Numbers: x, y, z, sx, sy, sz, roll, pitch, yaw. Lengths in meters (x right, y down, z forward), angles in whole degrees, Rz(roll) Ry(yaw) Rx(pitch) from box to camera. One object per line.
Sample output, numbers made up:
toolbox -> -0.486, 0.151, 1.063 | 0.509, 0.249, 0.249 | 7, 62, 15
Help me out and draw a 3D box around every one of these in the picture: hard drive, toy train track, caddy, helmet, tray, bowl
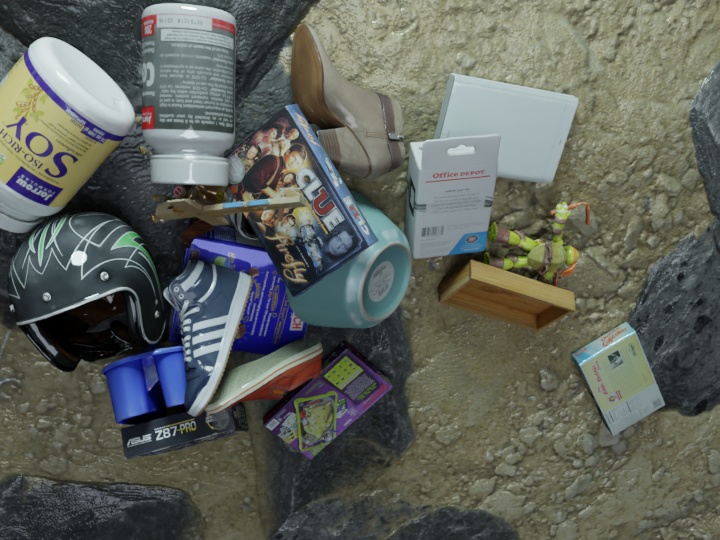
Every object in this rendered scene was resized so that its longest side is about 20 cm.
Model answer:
hard drive -> 0.208, -0.204, 1.075 | 0.196, 0.026, 0.134 | 5, 116, -16
toy train track -> -0.162, -0.088, 0.911 | 0.196, 0.115, 0.033 | -3, 79, 17
caddy -> -0.288, 0.154, 1.060 | 0.139, 0.200, 0.107 | -14, 78, -7
helmet -> -0.358, 0.018, 0.956 | 0.197, 0.201, 0.193 | -23, 129, 0
tray -> 0.234, 0.043, 1.178 | 0.197, 0.038, 0.099 | 17, 149, -20
bowl -> 0.000, 0.000, 1.033 | 0.199, 0.104, 0.204 | -30, 130, -42

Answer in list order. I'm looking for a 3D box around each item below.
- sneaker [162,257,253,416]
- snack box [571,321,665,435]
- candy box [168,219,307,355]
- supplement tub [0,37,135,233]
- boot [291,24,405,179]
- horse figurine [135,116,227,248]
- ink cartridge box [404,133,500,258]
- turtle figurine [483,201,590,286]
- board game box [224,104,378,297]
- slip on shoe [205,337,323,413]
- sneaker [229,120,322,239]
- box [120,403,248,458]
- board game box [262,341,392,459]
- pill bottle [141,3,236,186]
sneaker -> -0.223, 0.082, 0.973 | 0.107, 0.070, 0.203 | 24, 69, -20
snack box -> 0.473, 0.201, 1.342 | 0.115, 0.037, 0.201 | -31, 120, 4
candy box -> -0.169, 0.031, 1.082 | 0.196, 0.077, 0.172 | 11, 113, -17
supplement tub -> -0.387, -0.160, 0.890 | 0.200, 0.146, 0.145 | -44, 118, 11
boot -> -0.011, -0.222, 0.984 | 0.144, 0.070, 0.205 | -8, 91, -36
horse figurine -> -0.224, -0.137, 0.981 | 0.130, 0.050, 0.204 | -14, 104, -25
ink cartridge box -> 0.128, -0.120, 1.051 | 0.113, 0.067, 0.203 | -6, 132, -8
turtle figurine -> 0.279, -0.019, 1.163 | 0.158, 0.065, 0.203 | 3, 129, -6
board game box -> -0.083, -0.087, 0.938 | 0.134, 0.035, 0.202 | -33, 88, 26
slip on shoe -> -0.132, 0.158, 1.039 | 0.198, 0.073, 0.062 | -23, 110, -36
sneaker -> -0.105, -0.123, 1.015 | 0.073, 0.080, 0.201 | 32, 105, -23
box -> -0.258, 0.242, 1.114 | 0.158, 0.200, 0.050 | -12, 78, -5
board game box -> -0.056, 0.222, 1.237 | 0.200, 0.032, 0.120 | -43, 114, 11
pill bottle -> -0.208, -0.207, 0.892 | 0.111, 0.114, 0.205 | 0, 96, -13
